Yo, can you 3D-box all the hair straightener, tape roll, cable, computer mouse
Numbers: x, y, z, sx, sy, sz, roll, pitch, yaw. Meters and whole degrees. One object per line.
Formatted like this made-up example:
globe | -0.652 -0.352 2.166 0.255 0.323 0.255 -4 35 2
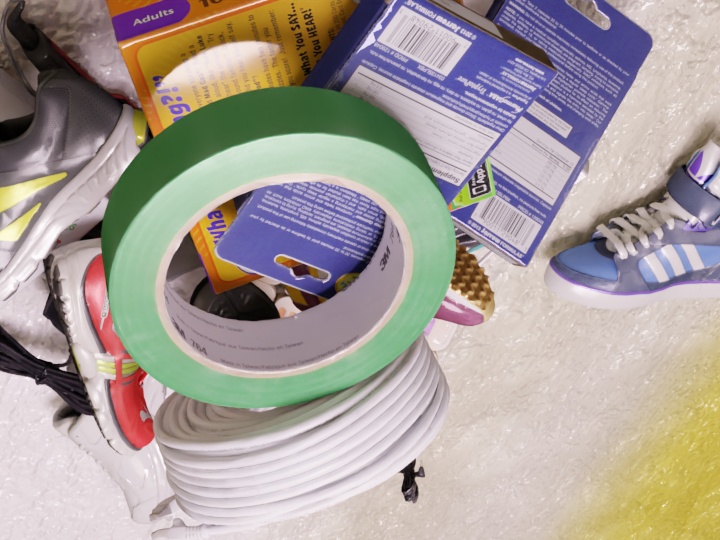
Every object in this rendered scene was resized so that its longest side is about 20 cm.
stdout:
hair straightener | -0.183 -0.111 0.952 0.041 0.077 0.200 -30 132 8
tape roll | -0.046 -0.008 0.776 0.199 0.048 0.201 -9 131 -10
cable | -0.040 0.093 0.908 0.199 0.200 0.070 -13 111 26
computer mouse | -0.228 0.011 1.048 0.140 0.046 0.201 23 124 2

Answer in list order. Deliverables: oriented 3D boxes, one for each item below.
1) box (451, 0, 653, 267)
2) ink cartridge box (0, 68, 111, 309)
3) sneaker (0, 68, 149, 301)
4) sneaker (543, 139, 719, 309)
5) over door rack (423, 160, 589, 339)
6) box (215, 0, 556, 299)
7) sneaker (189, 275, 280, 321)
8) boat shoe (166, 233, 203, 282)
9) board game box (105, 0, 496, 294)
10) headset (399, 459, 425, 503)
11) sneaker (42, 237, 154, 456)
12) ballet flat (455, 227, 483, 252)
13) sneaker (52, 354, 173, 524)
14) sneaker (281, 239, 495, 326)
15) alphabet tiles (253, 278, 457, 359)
box | 0.121 -0.119 1.006 0.121 0.032 0.201 32 86 -13
ink cartridge box | -0.304 -0.064 0.941 0.175 0.084 0.200 -39 130 13
sneaker | -0.227 -0.052 0.887 0.200 0.075 0.085 -44 111 12
sneaker | 0.262 -0.049 1.177 0.199 0.081 0.147 -2 121 -14
over door rack | 0.060 -0.058 1.038 0.148 0.067 0.200 43 96 -12
box | 0.008 -0.070 0.805 0.121 0.032 0.200 21 119 -33
sneaker | -0.107 0.046 1.046 0.076 0.114 0.200 -46 152 -9
boat shoe | -0.114 -0.042 1.042 0.200 0.067 0.073 -39 130 14
board game box | -0.048 -0.148 0.887 0.199 0.200 0.201 -19 133 -4
headset | -0.037 0.147 1.212 0.199 0.094 0.124 23 119 -21
sneaker | -0.167 0.058 0.994 0.084 0.077 0.201 -19 134 -12
ballet flat | 0.064 -0.031 1.125 0.199 0.073 0.073 -34 132 19
sneaker | -0.210 0.136 1.161 0.099 0.078 0.201 -6 121 -7
sneaker | 0.000 0.000 0.993 0.199 0.075 0.090 29 118 5
alphabet tiles | -0.028 0.050 1.128 0.195 0.015 0.201 23 118 -4
